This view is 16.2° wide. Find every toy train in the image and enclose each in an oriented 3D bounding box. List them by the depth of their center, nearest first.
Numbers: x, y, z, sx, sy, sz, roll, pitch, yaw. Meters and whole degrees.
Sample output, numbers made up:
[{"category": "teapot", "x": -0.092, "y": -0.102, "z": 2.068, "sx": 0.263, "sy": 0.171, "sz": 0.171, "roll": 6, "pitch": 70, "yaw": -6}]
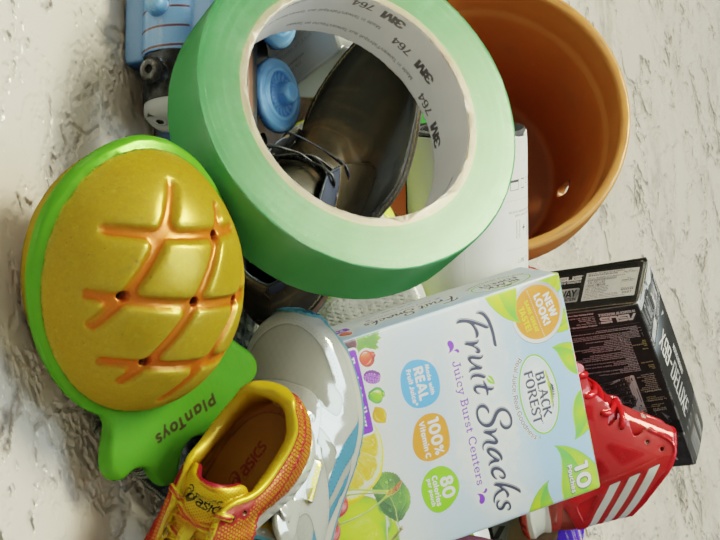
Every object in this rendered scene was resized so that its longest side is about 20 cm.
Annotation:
[{"category": "toy train", "x": -0.094, "y": -0.160, "z": 1.515, "sx": 0.114, "sy": 0.086, "sz": 0.202, "roll": 21, "pitch": 65, "yaw": -54}]

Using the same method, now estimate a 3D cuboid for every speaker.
[{"category": "speaker", "x": 0.070, "y": 0.007, "z": 1.635, "sx": 0.081, "sy": 0.081, "sz": 0.202, "roll": -29, "pitch": 119, "yaw": -66}]

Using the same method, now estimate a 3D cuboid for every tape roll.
[{"category": "tape roll", "x": -0.010, "y": -0.084, "z": 1.441, "sx": 0.199, "sy": 0.048, "sz": 0.202, "roll": 11, "pitch": 63, "yaw": -23}]

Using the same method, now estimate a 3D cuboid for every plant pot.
[{"category": "plant pot", "x": 0.079, "y": -0.085, "z": 1.768, "sx": 0.140, "sy": 0.198, "sz": 0.202, "roll": 103, "pitch": -12, "yaw": -72}]

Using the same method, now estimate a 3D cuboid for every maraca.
[{"category": "maraca", "x": -0.115, "y": 0.023, "z": 1.361, "sx": 0.137, "sy": 0.107, "sz": 0.201, "roll": -34, "pitch": 125, "yaw": -28}]

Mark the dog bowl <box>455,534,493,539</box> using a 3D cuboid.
[{"category": "dog bowl", "x": 0.050, "y": 0.251, "z": 1.591, "sx": 0.074, "sy": 0.199, "sz": 0.201, "roll": -101, "pitch": 169, "yaw": -57}]

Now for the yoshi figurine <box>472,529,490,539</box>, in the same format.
[{"category": "yoshi figurine", "x": 0.069, "y": 0.158, "z": 1.713, "sx": 0.112, "sy": 0.112, "sz": 0.201, "roll": 24, "pitch": 39, "yaw": -46}]

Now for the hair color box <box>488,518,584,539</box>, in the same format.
[{"category": "hair color box", "x": 0.088, "y": 0.237, "z": 1.770, "sx": 0.065, "sy": 0.109, "sz": 0.201, "roll": 69, "pitch": 25, "yaw": -42}]

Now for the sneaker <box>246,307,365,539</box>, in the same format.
[{"category": "sneaker", "x": -0.047, "y": 0.121, "z": 1.445, "sx": 0.081, "sy": 0.076, "sz": 0.202, "roll": 11, "pitch": 86, "yaw": -76}]

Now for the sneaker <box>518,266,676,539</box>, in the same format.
[{"category": "sneaker", "x": 0.154, "y": 0.083, "z": 1.732, "sx": 0.078, "sy": 0.115, "sz": 0.201, "roll": -102, "pitch": -175, "yaw": -63}]

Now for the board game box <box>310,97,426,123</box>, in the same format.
[{"category": "board game box", "x": -0.013, "y": -0.178, "z": 1.679, "sx": 0.095, "sy": 0.030, "sz": 0.201, "roll": 0, "pitch": 64, "yaw": -46}]

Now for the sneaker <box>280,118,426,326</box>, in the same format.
[{"category": "sneaker", "x": 0.000, "y": 0.000, "z": 1.632, "sx": 0.105, "sy": 0.075, "sz": 0.201, "roll": 33, "pitch": 43, "yaw": -87}]

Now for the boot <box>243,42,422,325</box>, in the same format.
[{"category": "boot", "x": -0.016, "y": -0.060, "z": 1.488, "sx": 0.097, "sy": 0.074, "sz": 0.201, "roll": 57, "pitch": 56, "yaw": -81}]

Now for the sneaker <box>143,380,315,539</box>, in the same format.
[{"category": "sneaker", "x": -0.094, "y": 0.146, "z": 1.364, "sx": 0.201, "sy": 0.073, "sz": 0.077, "roll": -63, "pitch": 160, "yaw": -16}]

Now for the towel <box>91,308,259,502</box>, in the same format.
[{"category": "towel", "x": -0.097, "y": 0.051, "z": 1.509, "sx": 0.193, "sy": 0.034, "sz": 0.201, "roll": 47, "pitch": 43, "yaw": -50}]

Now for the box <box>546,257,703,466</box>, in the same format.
[{"category": "box", "x": 0.129, "y": 0.077, "z": 1.807, "sx": 0.050, "sy": 0.199, "sz": 0.158, "roll": -73, "pitch": 147, "yaw": -47}]

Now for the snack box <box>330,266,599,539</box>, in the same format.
[{"category": "snack box", "x": 0.040, "y": 0.093, "z": 1.553, "sx": 0.199, "sy": 0.053, "sz": 0.143, "roll": -17, "pitch": 102, "yaw": -25}]

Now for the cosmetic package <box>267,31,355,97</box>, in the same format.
[{"category": "cosmetic package", "x": -0.020, "y": -0.213, "z": 1.619, "sx": 0.101, "sy": 0.071, "sz": 0.201, "roll": 0, "pitch": 68, "yaw": -39}]
